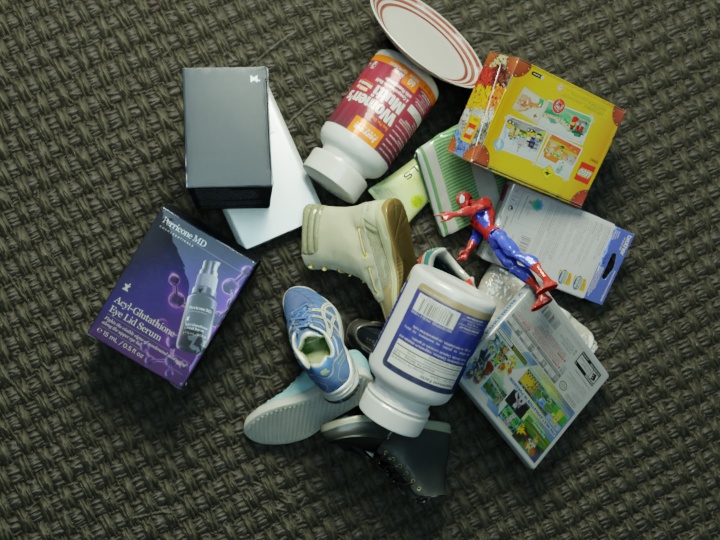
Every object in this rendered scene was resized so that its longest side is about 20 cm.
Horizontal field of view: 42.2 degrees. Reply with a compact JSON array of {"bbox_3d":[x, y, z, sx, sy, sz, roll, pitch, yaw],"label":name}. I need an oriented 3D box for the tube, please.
[{"bbox_3d":[0.110,-0.149,1.347,0.200,0.052,0.058,-40,58,-3],"label":"tube"}]

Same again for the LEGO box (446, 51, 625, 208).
[{"bbox_3d":[0.244,-0.192,1.287,0.199,0.077,0.149,19,101,-27],"label":"LEGO box"}]

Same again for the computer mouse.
[{"bbox_3d":[0.026,0.258,1.318,0.200,0.034,0.059,41,82,-3],"label":"computer mouse"}]

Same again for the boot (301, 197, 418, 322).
[{"bbox_3d":[0.000,0.000,1.286,0.154,0.072,0.201,0,110,32],"label":"boot"}]

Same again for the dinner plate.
[{"bbox_3d":[0.090,-0.321,1.305,0.200,0.200,0.024,40,124,-3],"label":"dinner plate"}]

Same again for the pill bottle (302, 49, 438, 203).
[{"bbox_3d":[0.013,-0.200,1.306,0.109,0.110,0.200,36,83,-4],"label":"pill bottle"}]

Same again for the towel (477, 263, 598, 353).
[{"bbox_3d":[0.237,0.098,1.353,0.200,0.034,0.133,34,83,-3],"label":"towel"}]

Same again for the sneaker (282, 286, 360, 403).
[{"bbox_3d":[-0.060,0.083,1.253,0.076,0.077,0.200,-34,46,2],"label":"sneaker"}]

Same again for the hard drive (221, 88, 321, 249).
[{"bbox_3d":[-0.149,-0.143,1.325,0.132,0.026,0.201,-24,90,-8],"label":"hard drive"}]

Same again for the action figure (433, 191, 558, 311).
[{"bbox_3d":[0.170,-0.028,1.267,0.099,0.065,0.200,-22,59,-17],"label":"action figure"}]

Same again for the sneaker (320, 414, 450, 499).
[{"bbox_3d":[0.040,0.255,1.266,0.199,0.075,0.107,9,69,-26],"label":"sneaker"}]

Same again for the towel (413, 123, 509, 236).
[{"bbox_3d":[0.183,-0.151,1.336,0.199,0.023,0.153,-26,117,-8],"label":"towel"}]

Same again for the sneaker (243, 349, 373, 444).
[{"bbox_3d":[-0.072,0.175,1.303,0.199,0.082,0.074,-25,120,10],"label":"sneaker"}]

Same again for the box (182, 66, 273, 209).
[{"bbox_3d":[-0.170,-0.165,1.210,0.107,0.200,0.149,-2,86,-7],"label":"box"}]

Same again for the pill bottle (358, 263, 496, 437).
[{"bbox_3d":[0.080,0.105,1.199,0.119,0.120,0.200,25,99,-5],"label":"pill bottle"}]

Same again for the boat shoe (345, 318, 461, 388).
[{"bbox_3d":[0.073,0.121,1.320,0.199,0.057,0.067,21,84,-5],"label":"boat shoe"}]

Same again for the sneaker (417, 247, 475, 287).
[{"bbox_3d":[0.134,0.058,1.282,0.070,0.093,0.200,-22,77,-20],"label":"sneaker"}]

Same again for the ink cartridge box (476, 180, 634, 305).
[{"bbox_3d":[0.282,-0.039,1.349,0.199,0.042,0.120,21,97,-7],"label":"ink cartridge box"}]

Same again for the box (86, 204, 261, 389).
[{"bbox_3d":[-0.245,0.032,1.252,0.148,0.104,0.200,30,92,-4],"label":"box"}]

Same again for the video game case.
[{"bbox_3d":[0.239,0.144,1.294,0.182,0.022,0.200,-46,113,-16],"label":"video game case"}]
